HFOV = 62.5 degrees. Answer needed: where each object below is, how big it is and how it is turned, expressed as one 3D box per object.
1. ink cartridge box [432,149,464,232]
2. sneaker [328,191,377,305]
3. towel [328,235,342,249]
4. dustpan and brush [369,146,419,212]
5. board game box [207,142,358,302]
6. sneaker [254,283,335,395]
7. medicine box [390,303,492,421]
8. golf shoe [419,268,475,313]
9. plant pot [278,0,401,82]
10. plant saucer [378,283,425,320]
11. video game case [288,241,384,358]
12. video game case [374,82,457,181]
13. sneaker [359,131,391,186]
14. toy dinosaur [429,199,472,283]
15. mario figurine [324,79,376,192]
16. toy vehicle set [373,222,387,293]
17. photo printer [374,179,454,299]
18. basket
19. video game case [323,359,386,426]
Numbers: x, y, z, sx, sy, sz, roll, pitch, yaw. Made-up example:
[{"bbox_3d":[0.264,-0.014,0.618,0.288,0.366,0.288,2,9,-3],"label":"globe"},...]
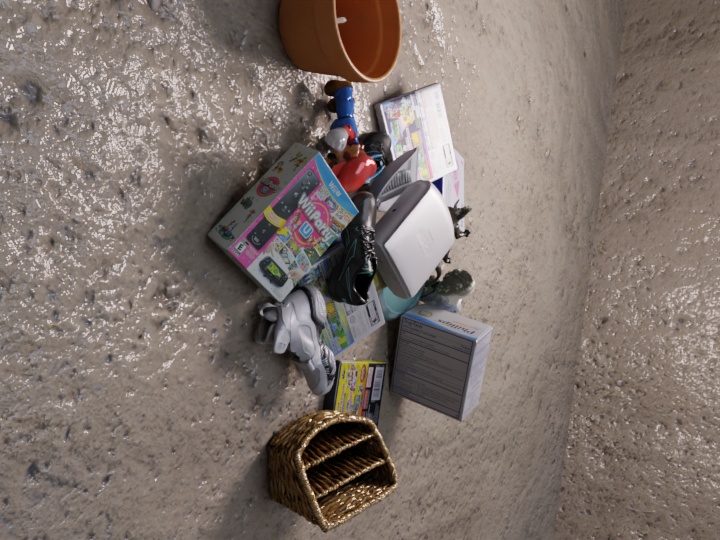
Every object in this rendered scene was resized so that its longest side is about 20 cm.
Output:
[{"bbox_3d":[0.197,-0.206,1.409,0.200,0.043,0.197,20,69,-60],"label":"ink cartridge box"},{"bbox_3d":[0.004,-0.035,1.029,0.075,0.079,0.201,4,100,-38],"label":"sneaker"},{"bbox_3d":[-0.080,-0.118,1.043,0.200,0.048,0.112,41,61,-50],"label":"towel"},{"bbox_3d":[0.045,-0.149,1.188,0.200,0.057,0.140,-29,156,-10],"label":"dustpan and brush"},{"bbox_3d":[-0.114,-0.074,0.926,0.200,0.064,0.148,-50,138,-12],"label":"board game box"},{"bbox_3d":[-0.111,0.130,0.994,0.115,0.075,0.201,-19,111,-36],"label":"sneaker"},{"bbox_3d":[0.178,0.201,1.323,0.103,0.182,0.201,-20,123,-55],"label":"medicine box"},{"bbox_3d":[0.212,0.055,1.362,0.097,0.200,0.078,44,68,-16],"label":"golf shoe"},{"bbox_3d":[-0.041,-0.408,0.982,0.200,0.140,0.201,-10,102,-56],"label":"plant pot"},{"bbox_3d":[0.090,0.017,1.305,0.200,0.027,0.201,-20,118,-44],"label":"plant saucer"},{"bbox_3d":[-0.048,0.062,1.085,0.182,0.022,0.201,-33,123,-27],"label":"video game case"},{"bbox_3d":[0.125,-0.286,1.291,0.182,0.023,0.201,-28,114,-31],"label":"video game case"},{"bbox_3d":[0.021,-0.210,1.153,0.200,0.082,0.073,-53,132,-41],"label":"sneaker"},{"bbox_3d":[0.183,-0.071,1.339,0.102,0.077,0.200,16,111,-45],"label":"toy dinosaur"},{"bbox_3d":[-0.043,-0.226,1.029,0.123,0.106,0.201,18,57,-48],"label":"mario figurine"},{"bbox_3d":[0.000,0.000,1.159,0.200,0.026,0.125,-35,124,-34],"label":"toy vehicle set"},{"bbox_3d":[0.108,-0.068,1.182,0.200,0.069,0.167,-50,132,-25],"label":"photo printer"},{"bbox_3d":[-0.043,0.332,1.041,0.200,0.149,0.143,-9,101,-45],"label":"basket"},{"bbox_3d":[-0.015,0.283,1.214,0.181,0.025,0.201,14,83,-56],"label":"video game case"}]
